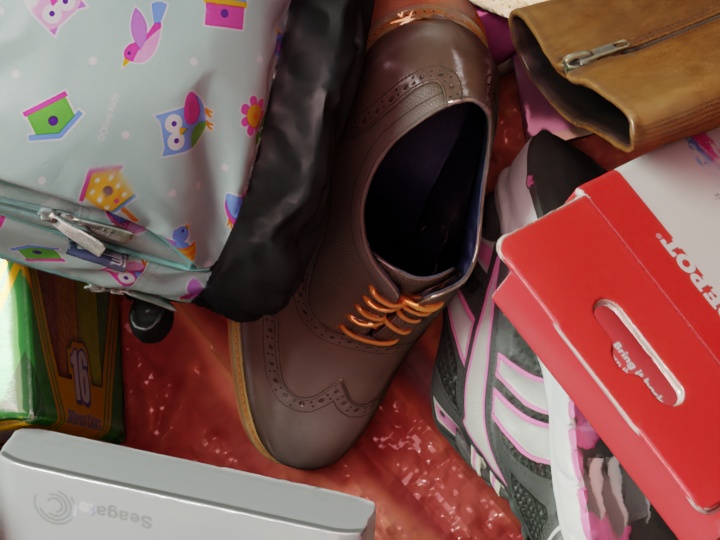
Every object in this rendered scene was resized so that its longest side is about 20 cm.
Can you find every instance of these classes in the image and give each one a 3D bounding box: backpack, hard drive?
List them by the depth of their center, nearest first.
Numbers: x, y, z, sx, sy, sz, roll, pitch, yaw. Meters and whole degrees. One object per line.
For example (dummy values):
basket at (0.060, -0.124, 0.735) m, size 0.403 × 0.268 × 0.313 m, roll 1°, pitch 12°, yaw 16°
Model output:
backpack at (-0.102, -0.078, 0.982) m, size 0.200 × 0.127 × 0.167 m, roll 16°, pitch 79°, yaw -18°
hard drive at (-0.065, 0.159, 1.058) m, size 0.132 × 0.026 × 0.200 m, roll 11°, pitch 119°, yaw 14°

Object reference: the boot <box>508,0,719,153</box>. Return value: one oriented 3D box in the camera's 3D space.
boot at (0.172, -0.081, 0.982) m, size 0.200 × 0.188 × 0.069 m, roll -16°, pitch 121°, yaw -20°

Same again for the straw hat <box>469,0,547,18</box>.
straw hat at (0.083, -0.191, 1.064) m, size 0.201 × 0.085 × 0.201 m, roll 0°, pitch 68°, yaw 0°

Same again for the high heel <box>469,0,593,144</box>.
high heel at (-0.003, -0.078, 1.105) m, size 0.200 × 0.067 × 0.096 m, roll -13°, pitch 90°, yaw -4°

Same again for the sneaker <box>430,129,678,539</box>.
sneaker at (0.069, 0.056, 1.056) m, size 0.086 × 0.080 × 0.200 m, roll -37°, pitch 44°, yaw 36°

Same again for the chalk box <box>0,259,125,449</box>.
chalk box at (-0.164, -0.034, 1.107) m, size 0.124 × 0.124 × 0.200 m, roll -5°, pitch 83°, yaw 12°

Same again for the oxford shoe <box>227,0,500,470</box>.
oxford shoe at (0.000, 0.000, 1.052) m, size 0.071 × 0.073 × 0.200 m, roll 3°, pitch 124°, yaw -19°

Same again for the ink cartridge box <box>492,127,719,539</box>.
ink cartridge box at (0.129, 0.015, 1.003) m, size 0.116 × 0.200 × 0.067 m, roll 53°, pitch 139°, yaw 14°
